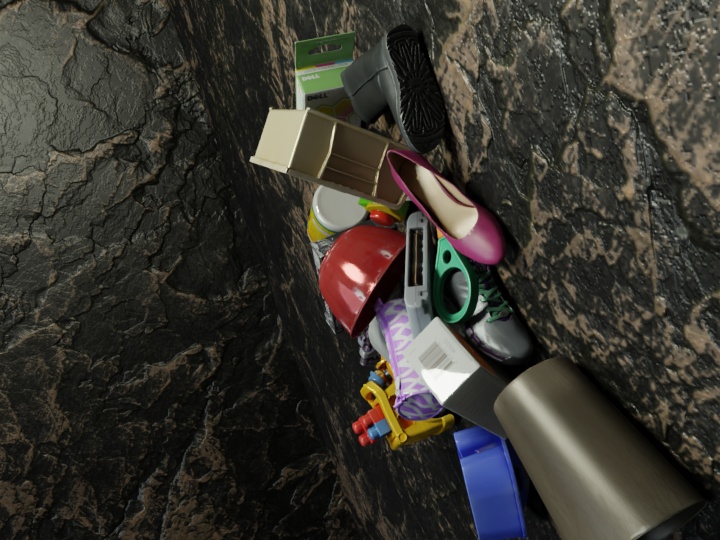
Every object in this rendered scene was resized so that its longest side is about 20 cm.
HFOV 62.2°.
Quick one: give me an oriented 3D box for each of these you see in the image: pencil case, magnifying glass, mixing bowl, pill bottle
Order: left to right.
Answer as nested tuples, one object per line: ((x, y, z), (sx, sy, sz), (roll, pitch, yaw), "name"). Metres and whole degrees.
((-0.052, -0.101, 1.237), (0.114, 0.112, 0.200), (64, 164, 11), "pill bottle")
((0.000, 0.000, 1.002), (0.108, 0.201, 0.201), (34, 155, 10), "mixing bowl")
((0.074, 0.135, 0.925), (0.201, 0.085, 0.084), (-101, 29, -46), "pencil case")
((0.121, -0.026, 0.824), (0.079, 0.022, 0.202), (-32, 57, 53), "magnifying glass")

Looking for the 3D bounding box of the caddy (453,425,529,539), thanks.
((0.221, 0.340, 0.965), (0.142, 0.104, 0.202), (-94, -11, -67), "caddy")

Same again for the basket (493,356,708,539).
((0.249, 0.210, 0.667), (0.181, 0.135, 0.201), (92, 154, -47), "basket")

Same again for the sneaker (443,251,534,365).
((0.164, 0.038, 0.809), (0.200, 0.074, 0.088), (53, 153, 43), "sneaker")

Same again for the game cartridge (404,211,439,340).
((0.094, 0.026, 0.888), (0.201, 0.041, 0.134), (-83, -14, -47), "game cartridge")

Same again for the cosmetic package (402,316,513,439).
((0.154, 0.152, 0.820), (0.200, 0.071, 0.102), (37, -170, -46), "cosmetic package")

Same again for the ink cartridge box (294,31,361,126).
((-0.052, -0.289, 0.998), (0.201, 0.103, 0.060), (98, 154, -59), "ink cartridge box")

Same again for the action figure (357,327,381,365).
((0.020, 0.126, 1.391), (0.131, 0.069, 0.201), (-119, 20, -44), "action figure")

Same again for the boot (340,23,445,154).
((0.038, -0.238, 0.854), (0.200, 0.065, 0.167), (-174, 70, -69), "boot")

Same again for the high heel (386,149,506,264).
((0.104, -0.082, 0.768), (0.096, 0.068, 0.200), (19, -157, -48), "high heel")

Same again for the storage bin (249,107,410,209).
((-0.042, -0.173, 0.917), (0.200, 0.197, 0.095), (29, 102, 62), "storage bin")

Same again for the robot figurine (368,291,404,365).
((0.088, 0.125, 1.083), (0.200, 0.112, 0.171), (-144, 47, -60), "robot figurine")

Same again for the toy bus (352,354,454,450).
((0.064, 0.258, 1.198), (0.201, 0.190, 0.136), (63, 165, 20), "toy bus")

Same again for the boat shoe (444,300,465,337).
((0.164, 0.124, 0.940), (0.075, 0.092, 0.202), (-119, 42, -59), "boat shoe")

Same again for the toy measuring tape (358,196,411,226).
((0.065, -0.107, 0.958), (0.199, 0.073, 0.074), (7, 119, 59), "toy measuring tape")

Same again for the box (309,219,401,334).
((-0.002, 0.010, 1.145), (0.050, 0.157, 0.201), (49, 156, 45), "box")
